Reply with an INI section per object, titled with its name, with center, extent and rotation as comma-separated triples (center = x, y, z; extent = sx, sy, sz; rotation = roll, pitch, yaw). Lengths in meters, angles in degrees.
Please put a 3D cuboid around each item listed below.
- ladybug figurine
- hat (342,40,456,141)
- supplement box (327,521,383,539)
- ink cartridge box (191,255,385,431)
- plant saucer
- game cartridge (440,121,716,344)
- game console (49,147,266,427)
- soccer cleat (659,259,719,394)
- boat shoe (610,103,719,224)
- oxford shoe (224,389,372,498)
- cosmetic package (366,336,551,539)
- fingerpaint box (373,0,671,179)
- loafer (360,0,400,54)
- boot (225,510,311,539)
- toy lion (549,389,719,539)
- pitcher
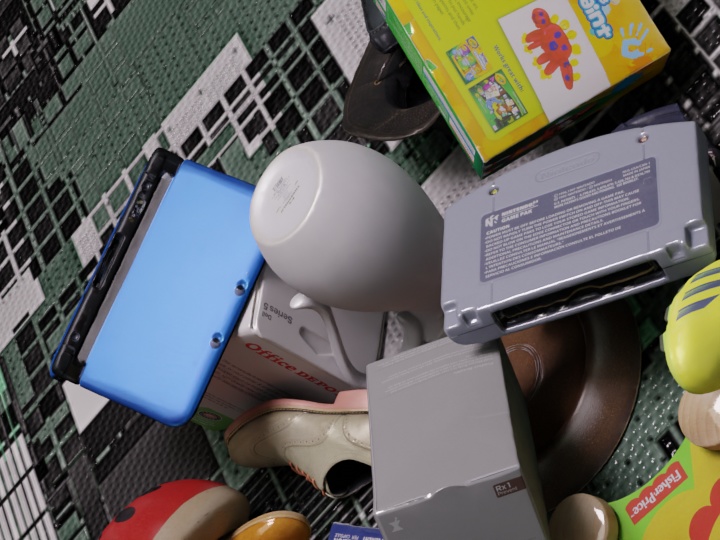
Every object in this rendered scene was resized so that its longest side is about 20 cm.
[ladybug figurine]
center = -0.157, 0.220, 1.719
extent = 0.072, 0.200, 0.136
rotation = 39, 101, 11
[hat]
center = 0.074, -0.157, 1.766
extent = 0.200, 0.081, 0.201
rotation = -31, 31, 21
[supplement box]
center = 0.025, 0.293, 1.534
extent = 0.108, 0.109, 0.202
rotation = -2, 67, 47
[ink cartridge box]
center = -0.099, 0.058, 1.781
extent = 0.199, 0.145, 0.085
rotation = -15, 56, 42
[plant saucer]
center = 0.122, 0.086, 1.611
extent = 0.199, 0.032, 0.202
rotation = -27, 50, 37
[game cartridge]
center = 0.150, -0.031, 1.498
extent = 0.199, 0.041, 0.134
rotation = -19, 46, 23
[game console]
center = -0.158, 0.017, 1.740
extent = 0.201, 0.118, 0.171
rotation = -65, 7, -8
[soccer cleat]
center = 0.265, 0.011, 1.393
extent = 0.200, 0.065, 0.083
rotation = -37, 9, -39
[boat shoe]
center = 0.176, -0.043, 1.578
extent = 0.199, 0.075, 0.093
rotation = -27, 41, 8
[oxford shoe]
center = -0.038, 0.144, 1.724
extent = 0.199, 0.071, 0.074
rotation = -15, 60, 43
[cosmetic package]
center = 0.065, 0.128, 1.482
extent = 0.106, 0.091, 0.201
rotation = -18, 29, 9
[fingerpaint box]
center = 0.112, -0.199, 1.631
extent = 0.166, 0.073, 0.201
rotation = -31, 81, -3
[loafer]
center = 0.024, -0.246, 1.790
extent = 0.068, 0.070, 0.201
rotation = -33, 25, 23
[boot]
center = -0.092, 0.298, 1.687
extent = 0.202, 0.070, 0.145
rotation = -52, 31, 31
[toy lion]
center = 0.240, 0.183, 1.394
extent = 0.200, 0.068, 0.192
rotation = -44, 50, 21
[pitcher]
center = 0.000, 0.000, 1.663
extent = 0.172, 0.199, 0.121
rotation = -57, 38, 8
